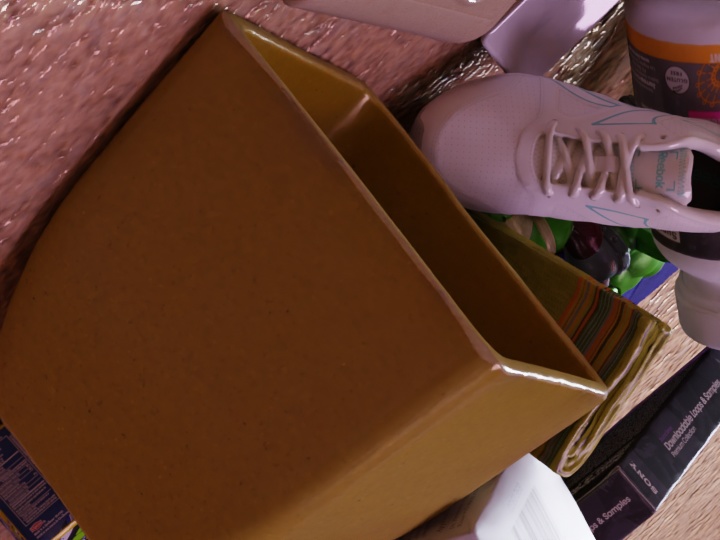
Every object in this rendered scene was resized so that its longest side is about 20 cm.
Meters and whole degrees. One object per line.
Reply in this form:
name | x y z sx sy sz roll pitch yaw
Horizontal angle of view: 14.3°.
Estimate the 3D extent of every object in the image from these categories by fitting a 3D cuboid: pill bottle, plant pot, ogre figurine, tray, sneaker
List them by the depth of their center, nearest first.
plant pot | -0.044 0.037 1.257 0.200 0.196 0.194 -40 163 11
sneaker | 0.122 -0.056 1.415 0.080 0.199 0.071 -158 -106 -72
tray | 0.135 -0.176 1.421 0.200 0.022 0.107 -45 163 2
pill bottle | 0.208 -0.065 1.540 0.116 0.116 0.201 -30 121 -37
ogre figurine | 0.128 -0.022 1.625 0.120 0.098 0.201 -37 127 -23

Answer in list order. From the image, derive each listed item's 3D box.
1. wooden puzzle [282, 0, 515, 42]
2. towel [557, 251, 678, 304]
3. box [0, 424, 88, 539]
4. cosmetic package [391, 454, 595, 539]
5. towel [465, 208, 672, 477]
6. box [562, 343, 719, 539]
wooden puzzle | 0.064 -0.181 1.223 0.200 0.046 0.185 -44 163 17
towel | 0.160 -0.003 1.847 0.200 0.050 0.148 -38 169 -19
box | -0.094 0.059 1.385 0.200 0.064 0.070 -40 162 -11
cosmetic package | 0.000 0.154 1.383 0.199 0.081 0.113 -20 -162 28
towel | 0.073 0.029 1.391 0.018 0.200 0.086 35 90 -32
box | 0.133 0.116 1.542 0.143 0.036 0.200 -43 177 32
